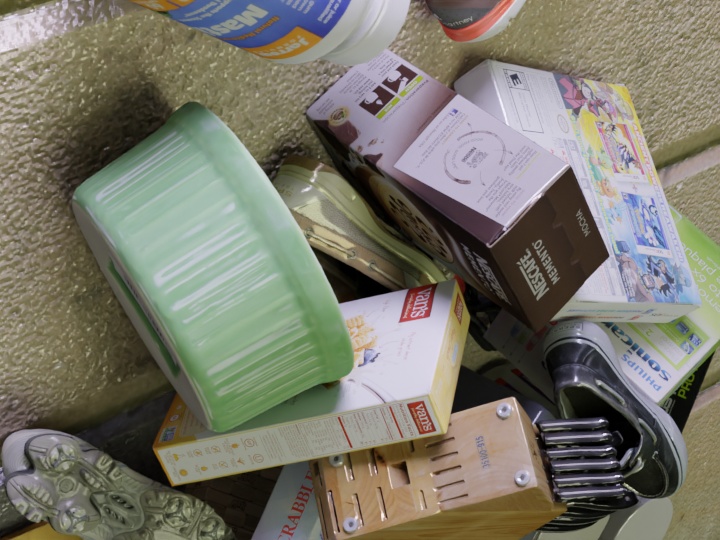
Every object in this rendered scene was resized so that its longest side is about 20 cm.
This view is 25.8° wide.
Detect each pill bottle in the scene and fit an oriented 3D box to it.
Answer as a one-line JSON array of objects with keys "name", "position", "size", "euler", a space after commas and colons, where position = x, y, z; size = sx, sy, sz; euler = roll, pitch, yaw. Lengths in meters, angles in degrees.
[{"name": "pill bottle", "position": [-0.061, -0.188, 0.939], "size": [0.200, 0.112, 0.112], "euler": [17, 106, -49]}, {"name": "pill bottle", "position": [0.174, 0.175, 1.378], "size": [0.112, 0.200, 0.113], "euler": [-25, 134, -29]}]

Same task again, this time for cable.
[{"name": "cable", "position": [0.092, 0.024, 1.281], "size": [0.200, 0.050, 0.097], "euler": [49, 38, -46]}]

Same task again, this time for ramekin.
[{"name": "ramekin", "position": [-0.098, 0.004, 0.989], "size": [0.098, 0.200, 0.200], "euler": [-31, 137, -13]}]

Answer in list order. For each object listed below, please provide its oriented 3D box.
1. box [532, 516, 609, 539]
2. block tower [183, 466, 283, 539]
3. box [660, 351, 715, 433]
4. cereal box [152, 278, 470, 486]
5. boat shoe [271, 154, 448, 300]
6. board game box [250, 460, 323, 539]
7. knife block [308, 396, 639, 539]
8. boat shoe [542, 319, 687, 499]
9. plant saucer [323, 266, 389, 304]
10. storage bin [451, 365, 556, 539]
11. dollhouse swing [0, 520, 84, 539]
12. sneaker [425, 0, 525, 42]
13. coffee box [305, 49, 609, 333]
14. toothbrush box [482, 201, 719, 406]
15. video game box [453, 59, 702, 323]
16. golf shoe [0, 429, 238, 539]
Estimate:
[{"name": "box", "position": [0.099, 0.178, 1.306], "size": [0.095, 0.200, 0.078], "euler": [8, 113, -47]}, {"name": "block tower", "position": [-0.111, 0.207, 1.159], "size": [0.058, 0.054, 0.200], "euler": [22, 71, -21]}, {"name": "box", "position": [0.288, 0.105, 1.462], "size": [0.160, 0.044, 0.200], "euler": [98, 18, -63]}, {"name": "cereal box", "position": [-0.030, 0.074, 1.073], "size": [0.200, 0.144, 0.040], "euler": [-14, 117, 18]}, {"name": "boat shoe", "position": [0.001, 0.000, 1.141], "size": [0.201, 0.073, 0.063], "euler": [46, 66, -35]}, {"name": "board game box", "position": [-0.058, 0.254, 1.143], "size": [0.200, 0.041, 0.200], "euler": [76, 35, -64]}, {"name": "knife block", "position": [0.084, 0.152, 1.076], "size": [0.200, 0.064, 0.176], "euler": [-17, 154, 10]}, {"name": "boat shoe", "position": [0.188, 0.124, 1.189], "size": [0.200, 0.072, 0.071], "euler": [49, 36, -34]}, {"name": "plant saucer", "position": [-0.018, 0.066, 1.237], "size": [0.200, 0.035, 0.201], "euler": [-26, 135, -29]}, {"name": "storage bin", "position": [0.057, 0.140, 1.200], "size": [0.134, 0.200, 0.146], "euler": [-55, 142, -14]}, {"name": "dollhouse swing", "position": [-0.213, 0.278, 1.207], "size": [0.200, 0.176, 0.182], "euler": [-21, 174, -33]}, {"name": "sneaker", "position": [0.113, -0.254, 1.094], "size": [0.200, 0.077, 0.082], "euler": [-54, 135, 1]}, {"name": "coffee box", "position": [0.066, -0.059, 1.093], "size": [0.080, 0.200, 0.113], "euler": [-44, 140, -9]}, {"name": "toothbrush box", "position": [0.224, 0.036, 1.318], "size": [0.200, 0.146, 0.086], "euler": [-35, 163, -40]}, {"name": "video game box", "position": [0.170, -0.058, 1.216], "size": [0.182, 0.200, 0.047], "euler": [2, 156, -43]}, {"name": "golf shoe", "position": [-0.164, 0.167, 1.088], "size": [0.200, 0.097, 0.078], "euler": [43, 80, -26]}]
